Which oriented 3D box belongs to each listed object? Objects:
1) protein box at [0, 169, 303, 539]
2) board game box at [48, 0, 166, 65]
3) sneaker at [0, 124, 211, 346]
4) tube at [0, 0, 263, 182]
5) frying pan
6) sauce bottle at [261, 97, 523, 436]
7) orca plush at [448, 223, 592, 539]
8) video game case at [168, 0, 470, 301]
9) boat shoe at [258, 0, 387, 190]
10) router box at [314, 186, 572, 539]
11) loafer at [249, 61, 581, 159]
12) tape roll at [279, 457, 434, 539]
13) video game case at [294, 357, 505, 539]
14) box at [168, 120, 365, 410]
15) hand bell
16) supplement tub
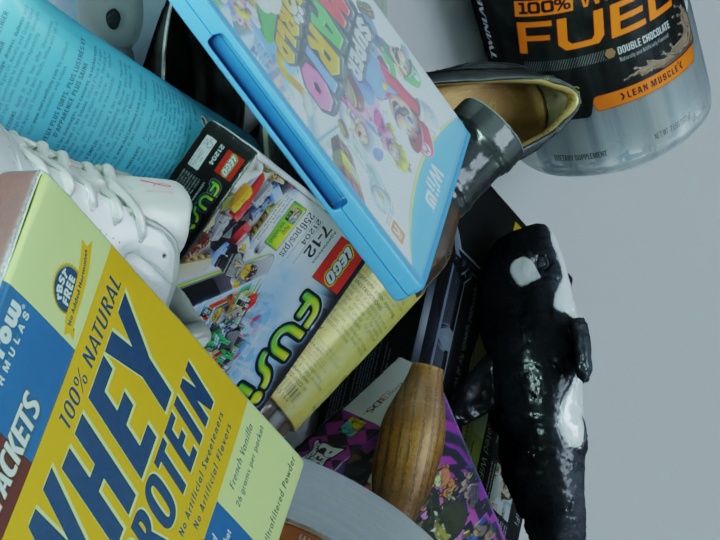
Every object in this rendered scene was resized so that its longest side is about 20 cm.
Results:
[{"bbox_3d":[-0.165,0.075,1.009,0.199,0.199,0.135,52,47,-46],"label":"protein box"},{"bbox_3d":[-0.171,-0.091,1.153,0.200,0.043,0.200,50,48,-48],"label":"board game box"},{"bbox_3d":[-0.120,-0.021,1.090,0.078,0.099,0.200,55,-5,42],"label":"sneaker"},{"bbox_3d":[-0.113,-0.064,1.167,0.200,0.050,0.078,27,78,-56],"label":"tube"},{"bbox_3d":[-0.071,-0.113,1.331,0.191,0.031,0.115,-74,157,-46],"label":"frying pan"},{"bbox_3d":[0.000,0.000,1.342,0.200,0.065,0.065,-45,134,-11],"label":"sauce bottle"},{"bbox_3d":[0.076,0.079,1.472,0.071,0.105,0.201,-4,100,-15],"label":"orca plush"},{"bbox_3d":[-0.022,-0.100,1.238,0.200,0.018,0.143,53,27,-20],"label":"video game case"},{"bbox_3d":[-0.023,-0.111,1.343,0.076,0.060,0.201,54,27,-46],"label":"boat shoe"},{"bbox_3d":[0.046,0.058,1.509,0.157,0.052,0.201,45,52,-51],"label":"router box"},{"bbox_3d":[0.023,-0.069,1.409,0.199,0.072,0.073,-23,98,-34],"label":"loafer"},{"bbox_3d":[-0.043,0.158,1.147,0.200,0.200,0.066,-31,153,-55],"label":"tape roll"},{"bbox_3d":[-0.001,0.175,1.387,0.181,0.036,0.201,-41,127,-25],"label":"video game case"},{"bbox_3d":[-0.085,0.043,1.215,0.200,0.035,0.110,-55,143,0],"label":"box"},{"bbox_3d":[0.011,0.143,1.318,0.104,0.104,0.201,30,72,-55],"label":"hand bell"},{"bbox_3d":[0.122,-0.165,1.574,0.123,0.122,0.201,-50,130,-47],"label":"supplement tub"}]
